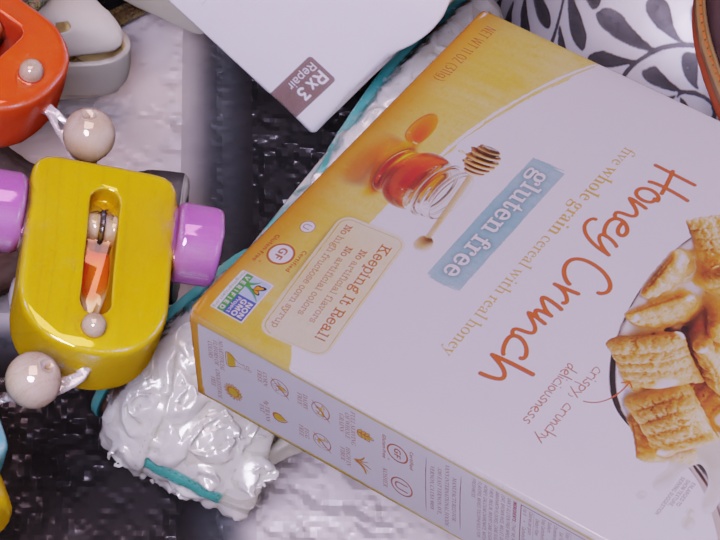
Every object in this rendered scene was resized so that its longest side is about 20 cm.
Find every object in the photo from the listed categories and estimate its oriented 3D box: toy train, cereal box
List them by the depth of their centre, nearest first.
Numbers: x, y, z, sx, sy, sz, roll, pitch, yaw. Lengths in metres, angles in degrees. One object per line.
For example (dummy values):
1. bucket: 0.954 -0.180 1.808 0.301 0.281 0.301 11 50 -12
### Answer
1. cereal box: 0.076 0.020 0.703 0.200 0.040 0.144 27 54 23
2. toy train: -0.126 -0.002 0.724 0.150 0.056 0.200 31 53 5

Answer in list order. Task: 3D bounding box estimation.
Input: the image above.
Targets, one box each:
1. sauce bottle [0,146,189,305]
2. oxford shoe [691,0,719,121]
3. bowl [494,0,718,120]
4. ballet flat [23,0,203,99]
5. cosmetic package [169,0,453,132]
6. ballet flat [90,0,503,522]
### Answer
1. sauce bottle: -0.152 -0.017 0.798 0.199 0.065 0.065 7 48 0
2. oxford shoe: 0.138 -0.107 0.782 0.071 0.073 0.201 1 66 -6
3. bowl: 0.131 -0.110 0.887 0.200 0.094 0.201 3 48 -3
4. ballet flat: -0.083 -0.095 0.877 0.071 0.071 0.200 36 55 25
5. cosmetic package: 0.017 -0.142 0.840 0.081 0.113 0.200 43 30 -9
6. ballet flat: 0.000 0.000 0.800 0.072 0.072 0.200 30 60 20
